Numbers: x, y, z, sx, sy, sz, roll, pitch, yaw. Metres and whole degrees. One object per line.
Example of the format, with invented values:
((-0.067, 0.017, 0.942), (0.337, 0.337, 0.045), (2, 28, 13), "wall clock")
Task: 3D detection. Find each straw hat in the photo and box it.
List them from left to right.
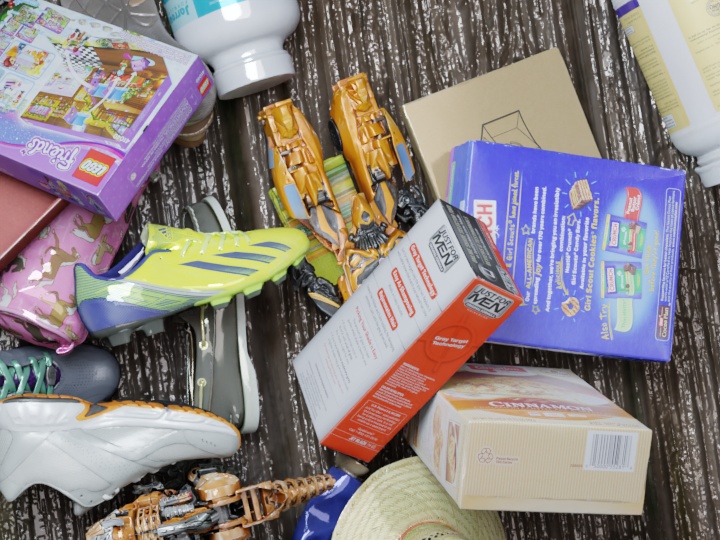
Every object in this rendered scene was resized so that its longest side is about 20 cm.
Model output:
((0.068, 0.262, 1.344), (0.199, 0.085, 0.203), (-2, 94, -29), "straw hat")

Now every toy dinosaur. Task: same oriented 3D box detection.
((-0.122, 0.203, 1.306), (0.198, 0.136, 0.103), (9, 82, -12), "toy dinosaur")

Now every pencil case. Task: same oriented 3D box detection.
((-0.234, -0.032, 1.313), (0.086, 0.083, 0.201), (9, 67, 30), "pencil case")

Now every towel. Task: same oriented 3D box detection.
((0.000, 0.000, 1.412), (0.086, 0.018, 0.201), (-27, 92, -13), "towel")

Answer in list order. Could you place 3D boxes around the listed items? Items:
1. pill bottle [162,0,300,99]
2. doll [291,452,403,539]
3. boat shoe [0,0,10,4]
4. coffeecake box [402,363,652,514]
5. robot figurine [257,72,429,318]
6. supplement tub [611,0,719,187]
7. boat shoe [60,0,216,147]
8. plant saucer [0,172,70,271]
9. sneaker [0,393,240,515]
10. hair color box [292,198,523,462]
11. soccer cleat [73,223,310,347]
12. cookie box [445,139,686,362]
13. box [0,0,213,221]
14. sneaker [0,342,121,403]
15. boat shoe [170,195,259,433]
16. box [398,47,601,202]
((-0.117, -0.251, 1.358), (0.110, 0.111, 0.202), (-18, 89, -14), "pill bottle")
((-0.033, 0.263, 1.366), (0.136, 0.048, 0.201), (33, 79, -15), "doll")
((-0.309, -0.254, 1.339), (0.067, 0.072, 0.201), (27, 73, -8), "boat shoe")
((0.132, 0.135, 1.333), (0.152, 0.200, 0.074), (4, 99, -13), "coffeecake box")
((-0.008, -0.059, 1.378), (0.144, 0.058, 0.202), (-21, 90, -14), "robot figurine")
((0.324, -0.191, 1.437), (0.144, 0.145, 0.202), (-24, 91, -14), "supplement tub")
((-0.189, -0.177, 1.341), (0.075, 0.072, 0.201), (-27, 62, -17), "boat shoe")
((-0.318, -0.066, 1.288), (0.200, 0.037, 0.200), (-46, 55, -12), "plant saucer")
((-0.195, 0.149, 1.281), (0.198, 0.076, 0.093), (4, 89, -11), "sneaker")
((0.035, 0.051, 1.318), (0.061, 0.102, 0.200), (24, 120, -35), "hair color box")
((-0.133, -0.006, 1.277), (0.199, 0.065, 0.084), (-21, 93, -21), "soccer cleat")
((0.172, -0.015, 1.400), (0.198, 0.075, 0.173), (8, 84, -13), "cookie box")
((-0.230, -0.131, 1.251), (0.199, 0.039, 0.137), (23, 69, 30), "box")
((-0.290, 0.097, 1.301), (0.198, 0.087, 0.075), (-7, 87, -13), "sneaker")
((-0.130, 0.041, 1.351), (0.060, 0.072, 0.204), (-9, 91, -18), "boat shoe")
((0.143, -0.082, 1.450), (0.162, 0.021, 0.202), (-22, 90, -13), "box")
